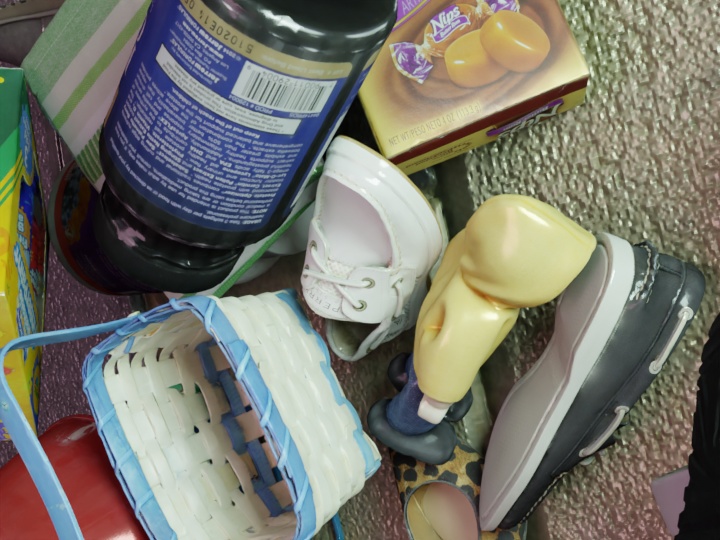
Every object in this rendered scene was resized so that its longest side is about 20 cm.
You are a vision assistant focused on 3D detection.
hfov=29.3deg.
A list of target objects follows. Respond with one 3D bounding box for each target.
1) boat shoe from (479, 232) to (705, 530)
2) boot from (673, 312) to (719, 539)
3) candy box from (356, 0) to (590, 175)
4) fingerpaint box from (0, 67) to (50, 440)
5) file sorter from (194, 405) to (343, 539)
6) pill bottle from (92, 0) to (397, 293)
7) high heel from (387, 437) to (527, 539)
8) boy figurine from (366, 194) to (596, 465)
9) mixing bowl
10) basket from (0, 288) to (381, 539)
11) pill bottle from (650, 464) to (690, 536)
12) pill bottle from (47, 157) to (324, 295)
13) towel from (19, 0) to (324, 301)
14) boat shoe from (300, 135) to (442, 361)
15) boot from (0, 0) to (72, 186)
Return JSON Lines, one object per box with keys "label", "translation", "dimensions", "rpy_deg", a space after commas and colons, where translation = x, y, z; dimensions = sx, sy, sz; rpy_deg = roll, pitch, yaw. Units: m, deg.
{"label": "boat shoe", "translation": [0.120, 0.069, 0.747], "dimensions": [0.074, 0.060, 0.200], "rpy_deg": [-94, 22, -59]}
{"label": "boot", "translation": [0.213, 0.111, 0.554], "dimensions": [0.073, 0.162, 0.199], "rpy_deg": [117, 168, -68]}
{"label": "candy box", "translation": [0.031, -0.164, 0.750], "dimensions": [0.116, 0.056, 0.200], "rpy_deg": [-23, 78, 1]}
{"label": "fingerpaint box", "translation": [-0.246, -0.005, 0.895], "dimensions": [0.200, 0.073, 0.167], "rpy_deg": [101, 167, -57]}
{"label": "file sorter", "translation": [-0.130, 0.174, 0.976], "dimensions": [0.200, 0.139, 0.123], "rpy_deg": [-17, 89, 47]}
{"label": "pill bottle", "translation": [-0.069, -0.083, 0.710], "dimensions": [0.112, 0.112, 0.200], "rpy_deg": [54, 135, 24]}
{"label": "high heel", "translation": [0.035, 0.171, 0.796], "dimensions": [0.200, 0.142, 0.071], "rpy_deg": [58, 133, 21]}
{"label": "boy figurine", "translation": [0.065, 0.022, 0.759], "dimensions": [0.064, 0.124, 0.200], "rpy_deg": [28, 137, -1]}
{"label": "mixing bowl", "translation": [-0.196, 0.202, 0.878], "dimensions": [0.200, 0.108, 0.201], "rpy_deg": [18, 116, 41]}
{"label": "basket", "translation": [-0.096, 0.103, 0.771], "dimensions": [0.139, 0.200, 0.177], "rpy_deg": [-30, 80, 36]}
{"label": "pill bottle", "translation": [0.215, 0.173, 0.630], "dimensions": [0.113, 0.113, 0.200], "rpy_deg": [-33, 74, 45]}
{"label": "pill bottle", "translation": [-0.115, -0.043, 0.932], "dimensions": [0.200, 0.111, 0.112], "rpy_deg": [-6, 94, 46]}
{"label": "towel", "translation": [-0.116, -0.089, 0.829], "dimensions": [0.153, 0.023, 0.200], "rpy_deg": [-42, 78, 34]}
{"label": "boat shoe", "translation": [0.000, 0.000, 0.779], "dimensions": [0.071, 0.069, 0.200], "rpy_deg": [35, 161, 21]}
{"label": "boot", "translation": [-0.234, -0.113, 1.084], "dimensions": [0.182, 0.072, 0.200], "rpy_deg": [-1, 104, 48]}
